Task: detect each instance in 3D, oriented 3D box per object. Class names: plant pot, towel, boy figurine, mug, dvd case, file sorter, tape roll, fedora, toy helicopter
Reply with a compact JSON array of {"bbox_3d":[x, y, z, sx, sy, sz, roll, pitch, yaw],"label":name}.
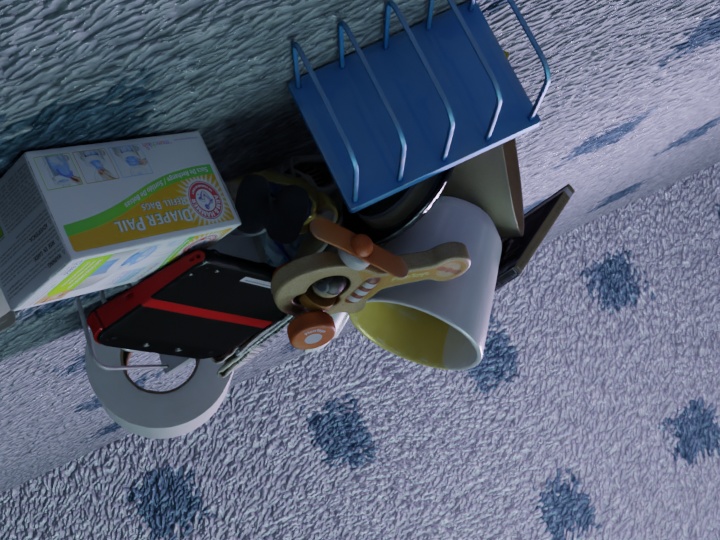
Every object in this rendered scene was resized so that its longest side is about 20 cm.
[{"bbox_3d":[0.108,-0.130,1.312,0.134,0.201,0.200,-7,175,12],"label":"plant pot"},{"bbox_3d":[-0.098,0.065,1.407,0.192,0.035,0.200,-35,176,-4],"label":"towel"},{"bbox_3d":[-0.084,-0.068,1.161,0.124,0.065,0.200,15,-176,1],"label":"boy figurine"},{"bbox_3d":[0.067,0.004,1.234,0.186,0.154,0.149,5,152,34],"label":"mug"},{"bbox_3d":[0.170,-0.017,1.351,0.149,0.016,0.200,-37,-171,42],"label":"dvd case"},{"bbox_3d":[0.050,-0.169,1.019,0.199,0.139,0.123,-25,168,-6],"label":"file sorter"},{"bbox_3d":[-0.279,0.129,1.591,0.202,0.203,0.139,-24,171,-14],"label":"tape roll"},{"bbox_3d":[0.016,-0.127,1.132,0.091,0.201,0.200,32,135,-28],"label":"fedora"},{"bbox_3d":[-0.217,0.016,1.289,0.200,0.139,0.124,-33,158,35],"label":"file sorter"},{"bbox_3d":[0.012,-0.002,1.089,0.199,0.079,0.132,-10,148,-14],"label":"toy helicopter"}]

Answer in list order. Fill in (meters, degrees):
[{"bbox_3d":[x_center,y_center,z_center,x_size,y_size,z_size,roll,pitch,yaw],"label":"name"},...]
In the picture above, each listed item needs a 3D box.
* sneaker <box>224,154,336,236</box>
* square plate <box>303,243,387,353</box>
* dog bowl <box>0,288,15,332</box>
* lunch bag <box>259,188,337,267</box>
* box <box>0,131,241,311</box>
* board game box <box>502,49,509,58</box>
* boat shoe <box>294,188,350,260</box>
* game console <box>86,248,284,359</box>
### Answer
[{"bbox_3d":[-0.093,-0.096,1.284,0.071,0.073,0.200,-44,171,36],"label":"sneaker"},{"bbox_3d":[0.000,0.000,1.322,0.199,0.028,0.200,-61,179,7],"label":"square plate"},{"bbox_3d":[-0.408,0.031,1.112,0.199,0.059,0.200,-25,171,-4],"label":"dog bowl"},{"bbox_3d":[-0.108,-0.029,1.447,0.200,0.128,0.170,-18,-176,43],"label":"lunch bag"},{"bbox_3d":[-0.225,-0.048,1.027,0.112,0.102,0.200,-33,169,39],"label":"box"},{"bbox_3d":[0.081,-0.147,1.175,0.200,0.030,0.096,-56,-150,8],"label":"board game box"},{"bbox_3d":[-0.019,-0.039,1.247,0.067,0.057,0.200,-35,-165,24],"label":"boat shoe"},{"bbox_3d":[-0.159,0.035,1.163,0.177,0.031,0.200,-33,155,25],"label":"game console"}]
